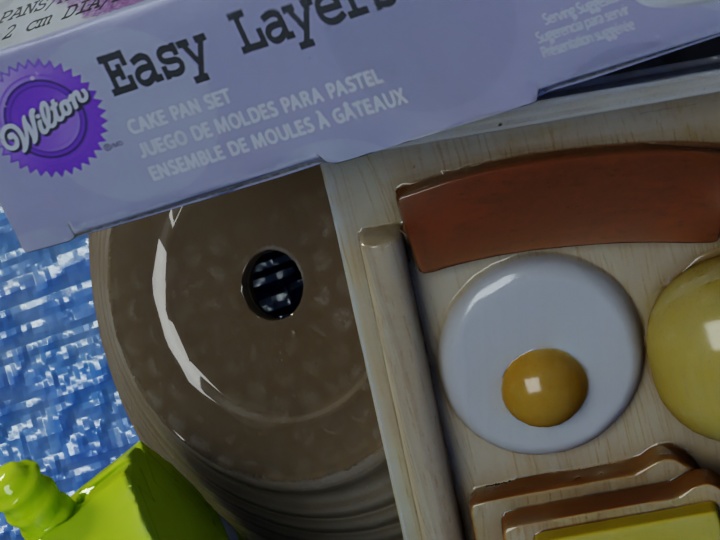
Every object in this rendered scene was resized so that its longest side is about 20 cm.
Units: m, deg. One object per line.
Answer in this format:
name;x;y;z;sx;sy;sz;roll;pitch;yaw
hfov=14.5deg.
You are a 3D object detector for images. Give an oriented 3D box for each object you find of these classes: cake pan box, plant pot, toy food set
cake pan box;0.016;-0.087;0.630;0.199;0.184;0.052;-17;112;19
plant pot;0.000;0.000;0.720;0.200;0.093;0.202;4;99;30
toy food set;0.076;0.044;0.637;0.143;0.060;0.201;-10;116;3

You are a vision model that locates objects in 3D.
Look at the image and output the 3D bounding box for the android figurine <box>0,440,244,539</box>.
android figurine;-0.018;0.118;0.683;0.041;0.200;0.182;-39;33;5
